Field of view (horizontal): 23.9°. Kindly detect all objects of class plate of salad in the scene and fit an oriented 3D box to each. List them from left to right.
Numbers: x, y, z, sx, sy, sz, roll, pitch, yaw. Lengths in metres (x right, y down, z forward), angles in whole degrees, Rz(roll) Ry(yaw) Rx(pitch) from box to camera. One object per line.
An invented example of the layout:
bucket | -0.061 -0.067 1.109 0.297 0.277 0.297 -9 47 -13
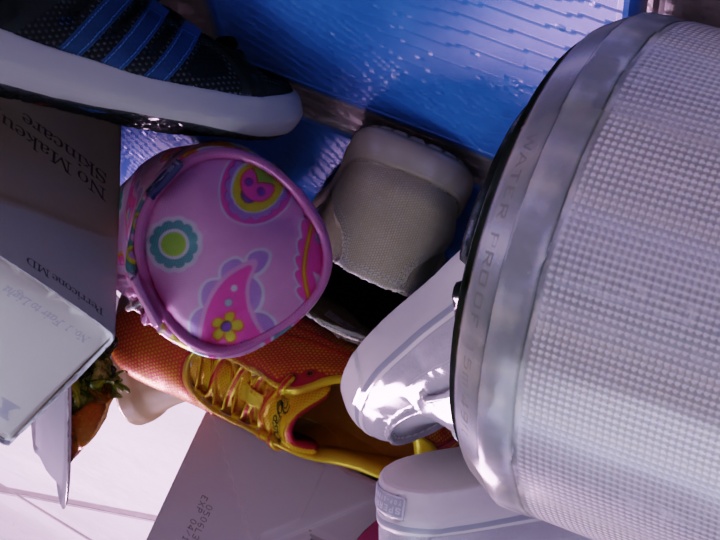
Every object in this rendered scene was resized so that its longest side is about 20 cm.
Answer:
plate of salad | -0.146 0.019 0.869 0.047 0.203 0.200 -2 165 -12

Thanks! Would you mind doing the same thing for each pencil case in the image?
pencil case | -0.070 -0.011 0.742 0.087 0.088 0.200 31 178 -12

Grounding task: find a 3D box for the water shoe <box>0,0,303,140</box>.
water shoe | -0.097 -0.099 0.653 0.198 0.080 0.071 9 180 -42

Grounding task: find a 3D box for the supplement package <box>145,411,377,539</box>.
supplement package | -0.032 0.174 0.974 0.119 0.122 0.200 21 170 19

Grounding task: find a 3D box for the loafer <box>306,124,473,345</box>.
loafer | 0.000 0.000 0.771 0.075 0.069 0.200 25 161 5

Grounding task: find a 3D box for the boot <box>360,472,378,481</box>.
boot | 0.013 0.097 0.999 0.130 0.068 0.199 33 162 -23

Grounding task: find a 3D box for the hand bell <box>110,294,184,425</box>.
hand bell | -0.027 0.049 0.940 0.197 0.105 0.104 8 156 16

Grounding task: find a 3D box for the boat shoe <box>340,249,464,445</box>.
boat shoe | 0.054 0.039 0.699 0.071 0.069 0.200 -11 159 -35

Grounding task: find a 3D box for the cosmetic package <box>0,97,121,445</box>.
cosmetic package | -0.157 -0.038 0.694 0.103 0.201 0.073 36 114 -29

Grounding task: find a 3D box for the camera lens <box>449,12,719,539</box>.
camera lens | 0.136 0.020 0.505 0.198 0.161 0.160 18 159 23

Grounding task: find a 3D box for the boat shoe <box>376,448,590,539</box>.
boat shoe | 0.102 0.118 0.786 0.198 0.069 0.072 -5 -165 -26

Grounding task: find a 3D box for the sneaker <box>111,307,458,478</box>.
sneaker | -0.044 0.053 0.865 0.198 0.074 0.077 14 -162 19

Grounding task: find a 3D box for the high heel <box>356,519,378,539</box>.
high heel | 0.058 0.136 0.841 0.095 0.200 0.068 -14 119 52

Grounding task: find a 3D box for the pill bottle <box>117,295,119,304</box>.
pill bottle | -0.224 0.001 1.000 0.113 0.115 0.200 14 157 32
